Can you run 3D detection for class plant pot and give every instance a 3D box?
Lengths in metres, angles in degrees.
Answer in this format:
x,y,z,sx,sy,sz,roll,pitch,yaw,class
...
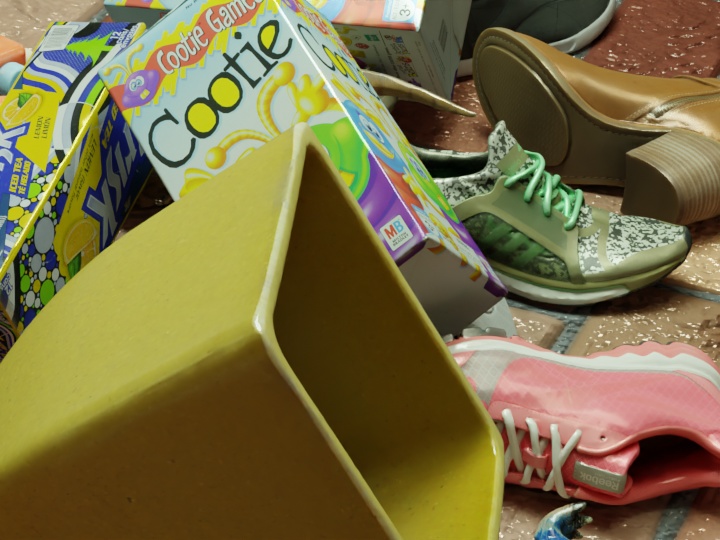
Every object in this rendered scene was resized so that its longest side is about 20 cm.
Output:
x,y,z,sx,sy,sz,roll,pitch,yaw,class
-0.070,0.090,1.302,0.200,0.194,0.196,-24,24,18,plant pot

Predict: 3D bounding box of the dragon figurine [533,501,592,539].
x,y,z,sx,sy,sz,roll,pitch,yaw,class
0.068,0.156,1.351,0.200,0.059,0.099,0,29,-11,dragon figurine

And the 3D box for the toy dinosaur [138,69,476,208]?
x,y,z,sx,sy,sz,roll,pitch,yaw,class
-0.049,-0.098,1.701,0.200,0.106,0.060,-24,6,-10,toy dinosaur

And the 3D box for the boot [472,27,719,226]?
x,y,z,sx,sy,sz,roll,pitch,yaw,class
0.178,-0.098,1.820,0.155,0.074,0.200,-23,51,-38,boot

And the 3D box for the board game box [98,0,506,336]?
x,y,z,sx,sy,sz,roll,pitch,yaw,class
-0.031,-0.046,1.540,0.200,0.103,0.105,57,12,28,board game box

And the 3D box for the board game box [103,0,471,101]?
x,y,z,sx,sy,sz,roll,pitch,yaw,class
-0.040,-0.176,1.832,0.200,0.105,0.103,6,68,15,board game box

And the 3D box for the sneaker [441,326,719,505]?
x,y,z,sx,sy,sz,roll,pitch,yaw,class
0.099,0.079,1.482,0.200,0.074,0.087,-3,31,-14,sneaker

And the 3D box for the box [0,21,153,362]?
x,y,z,sx,sy,sz,roll,pitch,yaw,class
-0.167,-0.042,1.585,0.064,0.070,0.200,4,48,27,box

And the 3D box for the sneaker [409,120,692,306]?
x,y,z,sx,sy,sz,roll,pitch,yaw,class
0.089,-0.037,1.673,0.200,0.089,0.077,6,29,2,sneaker

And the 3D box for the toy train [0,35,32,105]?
x,y,z,sx,sy,sz,roll,pitch,yaw,class
-0.214,-0.105,1.787,0.150,0.056,0.200,-23,38,-39,toy train

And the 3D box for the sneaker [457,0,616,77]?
x,y,z,sx,sy,sz,roll,pitch,yaw,class
0.098,-0.192,1.946,0.200,0.099,0.071,-19,34,-38,sneaker

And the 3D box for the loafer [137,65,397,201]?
x,y,z,sx,sy,sz,roll,pitch,yaw,class
-0.067,-0.095,1.753,0.200,0.068,0.076,-17,-2,-33,loafer

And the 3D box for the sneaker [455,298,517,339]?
x,y,z,sx,sy,sz,roll,pitch,yaw,class
0.000,0.000,1.626,0.200,0.112,0.073,61,16,24,sneaker
